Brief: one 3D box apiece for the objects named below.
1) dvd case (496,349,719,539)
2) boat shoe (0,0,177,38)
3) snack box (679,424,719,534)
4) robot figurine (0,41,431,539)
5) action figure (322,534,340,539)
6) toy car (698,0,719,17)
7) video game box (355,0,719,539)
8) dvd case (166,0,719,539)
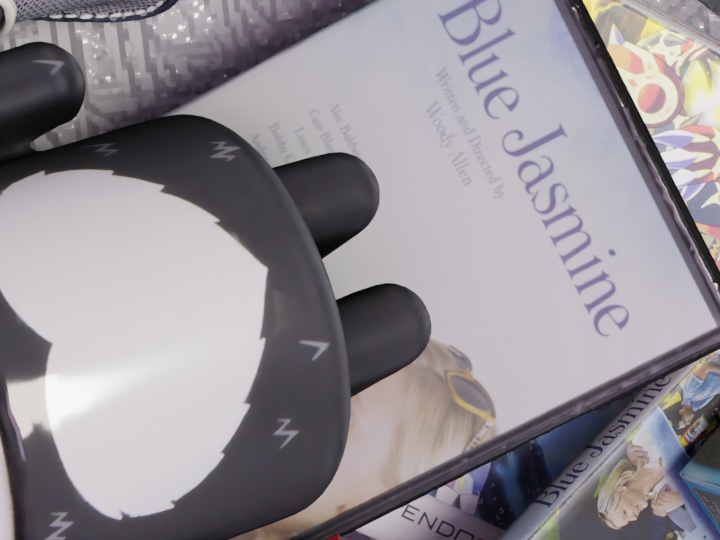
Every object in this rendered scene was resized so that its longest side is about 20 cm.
[{"bbox_3d":[0.111,0.108,0.907,0.200,0.018,0.143,-44,114,-20],"label":"dvd case"},{"bbox_3d":[-0.134,-0.075,0.841,0.199,0.075,0.093,5,67,-28],"label":"boat shoe"},{"bbox_3d":[0.200,0.037,0.920,0.200,0.037,0.116,-47,119,-20],"label":"snack box"},{"bbox_3d":[-0.081,0.027,0.796,0.199,0.150,0.125,-18,134,-27],"label":"robot figurine"},{"bbox_3d":[-0.099,0.127,0.830,0.199,0.099,0.066,-8,104,-1],"label":"action figure"},{"bbox_3d":[0.041,-0.144,0.785,0.199,0.158,0.165,22,106,19],"label":"toy car"},{"bbox_3d":[0.069,0.010,0.943,0.181,0.047,0.201,25,101,-16],"label":"video game box"},{"bbox_3d":[0.000,0.000,0.887,0.199,0.018,0.143,-28,89,13],"label":"dvd case"}]
